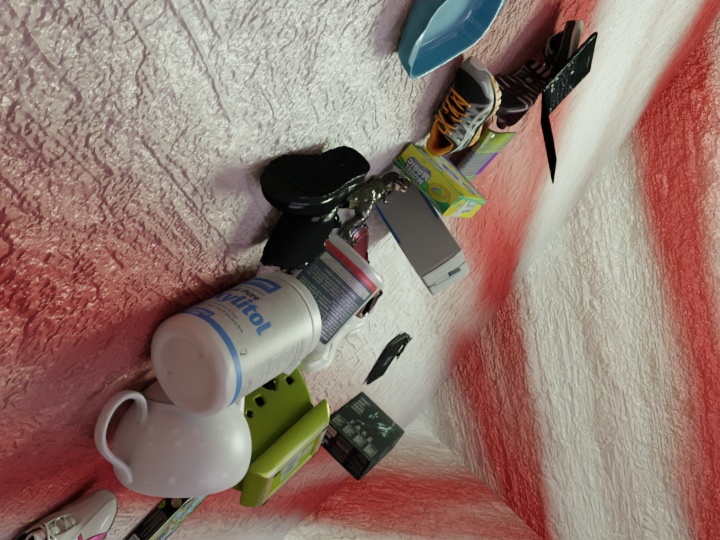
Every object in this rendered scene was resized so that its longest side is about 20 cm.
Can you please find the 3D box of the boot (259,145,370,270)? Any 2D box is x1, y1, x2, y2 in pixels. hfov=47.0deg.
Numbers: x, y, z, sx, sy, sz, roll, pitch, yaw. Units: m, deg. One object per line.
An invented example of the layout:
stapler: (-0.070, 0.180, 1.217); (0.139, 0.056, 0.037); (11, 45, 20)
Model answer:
boot: (-0.079, -0.067, 1.027); (0.198, 0.073, 0.163); (-28, 158, -54)

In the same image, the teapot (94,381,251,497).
teapot: (-0.239, 0.205, 1.104); (0.200, 0.196, 0.147); (-143, -125, -79)

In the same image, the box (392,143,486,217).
box: (0.125, -0.140, 1.314); (0.048, 0.117, 0.200); (-46, 167, 19)

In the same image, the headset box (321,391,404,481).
headset box: (0.003, 0.461, 2.342); (0.200, 0.174, 0.093); (-31, 157, -51)

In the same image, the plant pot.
plant pot: (-0.169, 0.255, 1.345); (0.199, 0.181, 0.200); (-39, 163, -31)

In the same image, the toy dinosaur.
toy dinosaur: (0.000, -0.091, 1.226); (0.200, 0.047, 0.089); (-29, 141, -50)

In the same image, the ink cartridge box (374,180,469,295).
ink cartridge box: (0.108, -0.051, 1.405); (0.086, 0.147, 0.200); (-33, 166, 5)

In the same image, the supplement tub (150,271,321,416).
supplement tub: (-0.157, 0.090, 1.069); (0.200, 0.132, 0.132); (-30, 157, -52)

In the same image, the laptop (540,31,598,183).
laptop: (0.366, -0.275, 1.426); (0.200, 0.103, 0.177); (-46, 167, 2)

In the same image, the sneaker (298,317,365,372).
sneaker: (-0.057, 0.100, 1.509); (0.200, 0.078, 0.100); (-47, 161, -40)

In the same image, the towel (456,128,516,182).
towel: (0.195, -0.186, 1.532); (0.200, 0.023, 0.143); (-47, 166, 26)

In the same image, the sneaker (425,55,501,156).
sneaker: (0.149, -0.236, 1.236); (0.077, 0.078, 0.200); (-32, 159, -20)

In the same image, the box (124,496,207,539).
box: (-0.361, 0.465, 1.601); (0.200, 0.035, 0.110); (-46, 165, -12)

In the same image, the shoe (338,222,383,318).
shoe: (0.000, 0.000, 1.358); (0.071, 0.091, 0.201); (-39, 162, -30)

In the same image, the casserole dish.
casserole dish: (0.111, -0.311, 1.011); (0.200, 0.039, 0.121); (-38, 162, -36)

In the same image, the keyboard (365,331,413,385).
keyboard: (0.085, 0.237, 2.314); (0.127, 0.021, 0.201); (-26, 155, -42)

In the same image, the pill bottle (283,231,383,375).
pill bottle: (-0.072, 0.051, 1.233); (0.200, 0.119, 0.120); (-47, 165, -3)

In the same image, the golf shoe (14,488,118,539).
golf shoe: (-0.421, 0.375, 1.144); (0.200, 0.073, 0.092); (-40, 161, -28)

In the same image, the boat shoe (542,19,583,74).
boat shoe: (0.349, -0.379, 1.461); (0.200, 0.060, 0.076); (74, 39, -70)

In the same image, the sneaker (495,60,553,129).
sneaker: (0.255, -0.279, 1.425); (0.200, 0.076, 0.116); (-35, 163, -43)
